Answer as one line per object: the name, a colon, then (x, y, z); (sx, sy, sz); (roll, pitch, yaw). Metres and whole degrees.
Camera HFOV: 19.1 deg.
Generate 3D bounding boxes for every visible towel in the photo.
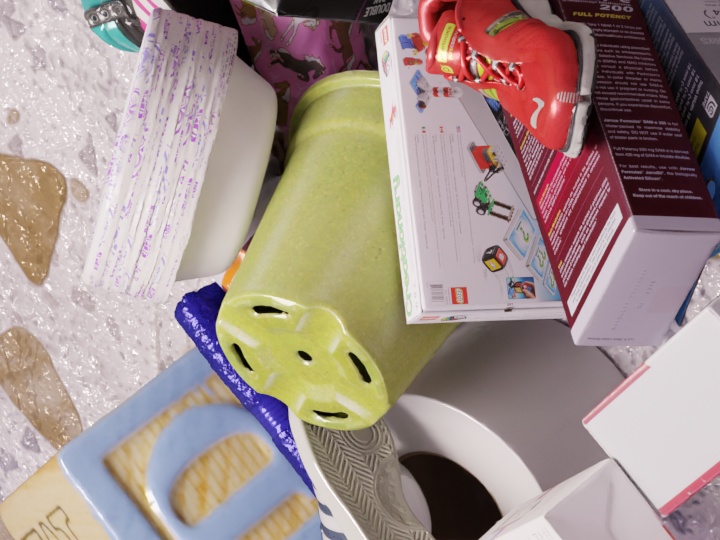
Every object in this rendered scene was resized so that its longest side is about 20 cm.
towel: (-0.053, 0.084, 1.673); (0.050, 0.148, 0.200); (-41, 87, 17)

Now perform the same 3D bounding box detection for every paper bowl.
paper bowl: (-0.123, -0.075, 1.500); (0.104, 0.201, 0.201); (15, 133, -9)

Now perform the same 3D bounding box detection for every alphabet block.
alphabet block: (-0.149, 0.197, 1.748); (0.197, 0.195, 0.200); (54, 150, 1)

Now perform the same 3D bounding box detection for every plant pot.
plant pot: (0.000, 0.000, 1.454); (0.199, 0.185, 0.201); (21, 145, 16)

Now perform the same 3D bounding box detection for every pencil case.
pencil case: (-0.055, -0.198, 1.532); (0.086, 0.083, 0.201); (1, 117, 53)

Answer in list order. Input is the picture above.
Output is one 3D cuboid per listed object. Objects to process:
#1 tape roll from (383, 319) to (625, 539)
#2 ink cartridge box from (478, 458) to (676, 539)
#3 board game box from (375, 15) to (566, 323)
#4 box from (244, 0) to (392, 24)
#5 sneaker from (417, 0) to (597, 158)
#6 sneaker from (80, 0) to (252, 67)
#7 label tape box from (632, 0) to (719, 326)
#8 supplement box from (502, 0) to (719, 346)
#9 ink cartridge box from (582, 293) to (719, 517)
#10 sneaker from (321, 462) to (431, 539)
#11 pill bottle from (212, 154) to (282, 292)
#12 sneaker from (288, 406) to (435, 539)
tape roll: (0.098, 0.147, 1.577); (0.202, 0.139, 0.204); (21, 127, 30)
ink cartridge box: (0.137, 0.206, 1.395); (0.117, 0.067, 0.200); (51, 155, 3)
board game box: (0.083, -0.067, 1.392); (0.035, 0.125, 0.201); (139, 128, -67)
box: (-0.034, -0.274, 1.375); (0.124, 0.148, 0.201); (26, 105, 26)
sneaker: (0.082, -0.121, 1.267); (0.200, 0.084, 0.077); (-124, 38, -63)
sneaker: (-0.164, -0.226, 1.584); (0.120, 0.084, 0.200); (12, 146, 34)
label tape box: (0.207, -0.085, 1.322); (0.201, 0.063, 0.145); (-112, 28, -44)
supplement box: (0.148, -0.065, 1.292); (0.109, 0.061, 0.201); (112, 152, -47)
ink cartridge box: (0.253, 0.048, 1.343); (0.083, 0.200, 0.145); (49, 136, 9)
sneaker: (-0.004, 0.221, 1.551); (0.070, 0.080, 0.201); (31, 128, 23)
pill bottle: (-0.045, -0.003, 1.624); (0.200, 0.109, 0.110); (43, 135, 10)
sneaker: (-0.006, 0.171, 1.474); (0.201, 0.075, 0.085); (65, 144, 26)
